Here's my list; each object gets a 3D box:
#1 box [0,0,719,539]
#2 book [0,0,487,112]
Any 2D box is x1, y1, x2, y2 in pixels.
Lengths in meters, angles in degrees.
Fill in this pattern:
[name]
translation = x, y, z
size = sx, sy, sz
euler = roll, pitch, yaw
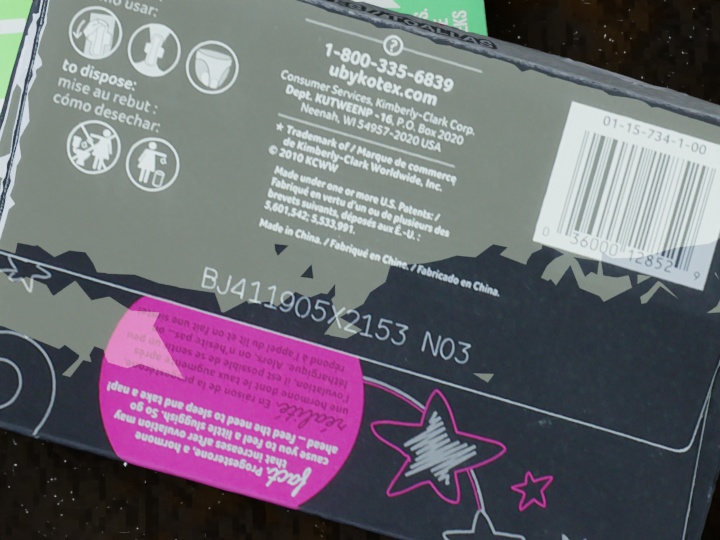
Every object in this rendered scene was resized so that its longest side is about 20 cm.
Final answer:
[box]
translation = 0.000, 0.000, 0.774
size = 0.199, 0.115, 0.133
euler = 16, 88, -2
[book]
translation = -0.061, -0.053, 0.860
size = 0.199, 0.048, 0.134
euler = -5, 75, -2
